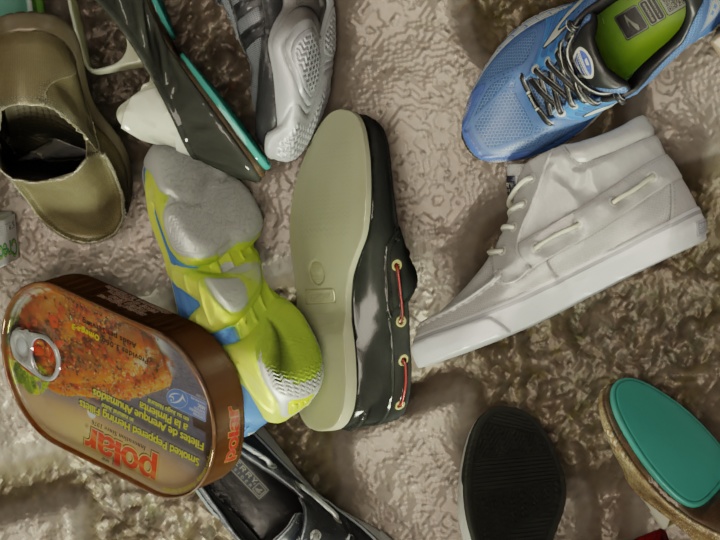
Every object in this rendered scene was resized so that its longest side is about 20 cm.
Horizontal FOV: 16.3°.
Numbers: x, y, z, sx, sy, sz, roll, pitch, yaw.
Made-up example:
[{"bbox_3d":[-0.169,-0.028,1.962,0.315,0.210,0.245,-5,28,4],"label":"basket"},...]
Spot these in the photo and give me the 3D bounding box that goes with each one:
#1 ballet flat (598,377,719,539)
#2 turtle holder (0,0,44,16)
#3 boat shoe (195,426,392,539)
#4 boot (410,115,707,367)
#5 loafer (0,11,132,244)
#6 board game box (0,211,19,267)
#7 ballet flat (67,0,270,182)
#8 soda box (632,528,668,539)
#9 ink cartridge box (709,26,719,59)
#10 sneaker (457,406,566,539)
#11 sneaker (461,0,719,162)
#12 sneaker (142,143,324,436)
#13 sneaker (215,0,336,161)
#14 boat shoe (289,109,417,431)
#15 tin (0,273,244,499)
[{"bbox_3d":[0.216,0.151,1.553,0.200,0.070,0.065,44,141,17],"label":"ballet flat"},{"bbox_3d":[-0.280,-0.142,1.580,0.141,0.132,0.186,23,101,7],"label":"turtle holder"},{"bbox_3d":[-0.040,0.169,1.608,0.072,0.068,0.200,-42,88,14],"label":"boat shoe"},{"bbox_3d":[0.108,-0.020,1.558,0.200,0.074,0.096,-26,86,5],"label":"boot"},{"bbox_3d":[-0.192,-0.074,1.554,0.076,0.200,0.068,-2,54,13],"label":"loafer"},{"bbox_3d":[-0.305,-0.004,1.570,0.126,0.200,0.035,-2,100,12],"label":"board game box"},{"bbox_3d":[-0.132,-0.128,1.584,0.068,0.068,0.200,-32,80,3],"label":"ballet flat"},{"bbox_3d":[0.198,0.269,1.577,0.070,0.063,0.200,-24,93,14],"label":"soda box"},{"bbox_3d":[0.327,-0.096,1.495,0.164,0.075,0.200,-31,92,13],"label":"ink cartridge box"},{"bbox_3d":[0.081,0.197,1.583,0.083,0.121,0.201,10,59,-20],"label":"sneaker"},{"bbox_3d":[0.134,-0.130,1.513,0.200,0.089,0.079,-37,89,28],"label":"sneaker"},{"bbox_3d":[-0.101,0.018,1.596,0.105,0.076,0.200,-47,60,43],"label":"sneaker"},{"bbox_3d":[-0.076,-0.170,1.569,0.113,0.075,0.201,4,96,15],"label":"sneaker"},{"bbox_3d":[-0.002,0.000,1.582,0.074,0.063,0.202,7,98,52],"label":"boat shoe"},{"bbox_3d":[-0.150,0.071,1.586,0.200,0.042,0.112,23,115,38],"label":"tin"}]
